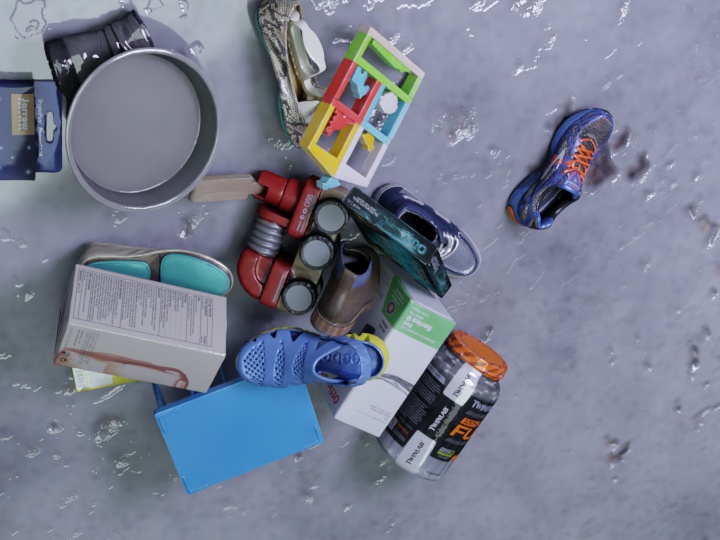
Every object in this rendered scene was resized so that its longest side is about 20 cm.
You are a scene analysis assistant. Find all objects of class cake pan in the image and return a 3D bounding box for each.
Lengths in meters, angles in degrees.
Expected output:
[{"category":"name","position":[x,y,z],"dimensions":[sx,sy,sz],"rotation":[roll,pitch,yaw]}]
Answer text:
[{"category":"cake pan","position":[-0.262,-0.170,1.417],"dimensions":[0.199,0.037,0.202],"rotation":[-14,118,-29]}]

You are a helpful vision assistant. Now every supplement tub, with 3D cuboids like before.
[{"category":"supplement tub","position":[0.121,0.195,1.728],"dimensions":[0.122,0.123,0.201],"rotation":[26,105,-27]}]

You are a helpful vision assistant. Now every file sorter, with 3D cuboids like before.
[{"category":"file sorter","position":[-0.174,0.186,1.629],"dimensions":[0.199,0.123,0.139],"rotation":[-20,119,-7]}]

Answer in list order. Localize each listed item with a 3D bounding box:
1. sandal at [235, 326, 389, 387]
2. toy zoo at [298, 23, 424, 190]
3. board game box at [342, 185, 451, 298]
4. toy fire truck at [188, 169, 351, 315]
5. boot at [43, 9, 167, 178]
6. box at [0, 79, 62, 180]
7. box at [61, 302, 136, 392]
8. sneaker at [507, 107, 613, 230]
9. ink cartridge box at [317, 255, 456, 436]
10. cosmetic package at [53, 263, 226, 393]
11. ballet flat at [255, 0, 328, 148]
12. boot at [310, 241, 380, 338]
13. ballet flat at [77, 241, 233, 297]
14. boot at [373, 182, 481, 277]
[{"category":"sandal","position":[-0.061,0.114,1.515],"dimensions":[0.198,0.087,0.080],"rotation":[-4,97,-2]},{"category":"toy zoo","position":[-0.003,-0.193,1.503],"dimensions":[0.131,0.020,0.201],"rotation":[30,87,-49]},{"category":"board game box","position":[0.050,-0.033,1.532],"dimensions":[0.028,0.135,0.200],"rotation":[-51,164,-5]},{"category":"toy fire truck","position":[-0.127,-0.052,1.545],"dimensions":[0.199,0.129,0.177],"rotation":[23,104,0]},{"category":"boot","position":[-0.293,-0.204,1.437],"dimensions":[0.131,0.070,0.201],"rotation":[-21,127,-17]},{"category":"box","position":[-0.458,-0.168,1.418],"dimensions":[0.199,0.032,0.122],"rotation":[-2,115,-18]},{"category":"box","position":[-0.290,0.084,1.581],"dimensions":[0.199,0.048,0.118],"rotation":[-9,111,-11]},{"category":"sneaker","position":[0.290,-0.135,1.648],"dimensions":[0.075,0.079,0.201],"rotation":[26,105,-27]},{"category":"ink cartridge box","position":[0.026,0.105,1.640],"dimensions":[0.084,0.146,0.201],"rotation":[26,105,-27]},{"category":"cosmetic package","position":[-0.275,0.075,1.491],"dimensions":[0.199,0.104,0.087],"rotation":[14,134,-18]},{"category":"ballet flat","position":[-0.074,-0.243,1.476],"dimensions":[0.068,0.075,0.201],"rotation":[-47,132,-46]},{"category":"boot","position":[0.000,0.000,1.550],"dimensions":[0.074,0.200,0.097],"rotation":[26,124,0]},{"category":"ballet flat","position":[-0.265,-0.006,1.536],"dimensions":[0.199,0.070,0.070],"rotation":[7,113,-14]},{"category":"boot","position":[0.102,-0.038,1.627],"dimensions":[0.200,0.090,0.073],"rotation":[34,101,-28]}]
